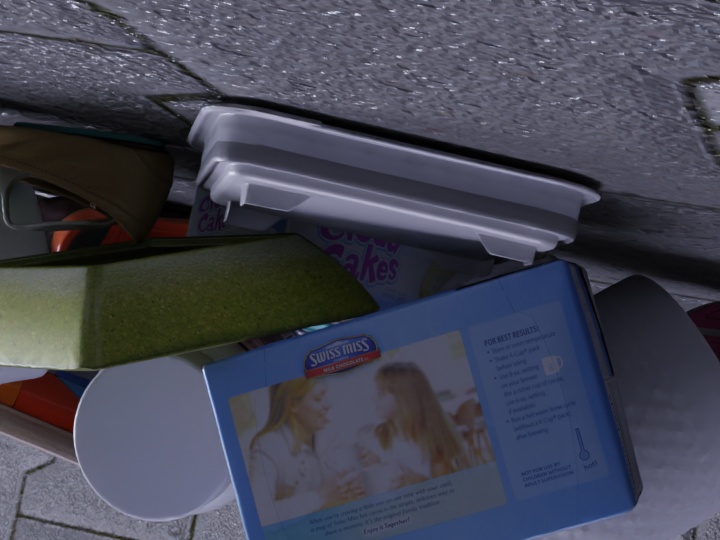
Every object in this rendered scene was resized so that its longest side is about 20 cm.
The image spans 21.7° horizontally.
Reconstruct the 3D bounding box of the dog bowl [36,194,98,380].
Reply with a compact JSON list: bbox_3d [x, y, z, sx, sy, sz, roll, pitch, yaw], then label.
[{"bbox_3d":[-0.208,0.014,1.366,0.198,0.059,0.200,26,-166,-7],"label":"dog bowl"}]

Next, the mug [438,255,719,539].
[{"bbox_3d":[0.112,0.085,1.121,0.174,0.202,0.148,-28,-176,-9],"label":"mug"}]

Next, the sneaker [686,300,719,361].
[{"bbox_3d":[0.269,0.064,1.235,0.198,0.075,0.087,9,170,-31],"label":"sneaker"}]

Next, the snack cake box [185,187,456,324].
[{"bbox_3d":[0.000,0.000,1.181,0.199,0.068,0.114,16,174,-37],"label":"snack cake box"}]

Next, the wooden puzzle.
[{"bbox_3d":[-0.235,0.067,1.322,0.199,0.037,0.185,29,-163,-14],"label":"wooden puzzle"}]

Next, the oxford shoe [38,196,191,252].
[{"bbox_3d":[-0.140,-0.021,1.350,0.199,0.072,0.073,15,-161,-40],"label":"oxford shoe"}]

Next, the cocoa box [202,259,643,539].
[{"bbox_3d":[0.037,0.084,0.988,0.198,0.135,0.131,-17,175,9],"label":"cocoa box"}]

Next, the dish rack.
[{"bbox_3d":[0.009,-0.035,0.951,0.198,0.044,0.172,12,174,-8],"label":"dish rack"}]

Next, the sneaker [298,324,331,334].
[{"bbox_3d":[0.025,0.015,1.362,0.197,0.078,0.080,6,157,-6],"label":"sneaker"}]

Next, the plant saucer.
[{"bbox_3d":[-0.125,0.012,1.018,0.199,0.049,0.198,-10,-174,-43],"label":"plant saucer"}]

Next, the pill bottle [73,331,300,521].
[{"bbox_3d":[-0.098,0.083,1.132,0.112,0.115,0.200,10,-173,9],"label":"pill bottle"}]

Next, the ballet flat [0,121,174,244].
[{"bbox_3d":[-0.203,-0.058,1.030,0.198,0.064,0.069,12,176,0],"label":"ballet flat"}]

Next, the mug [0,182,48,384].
[{"bbox_3d":[-0.302,-0.012,1.180,0.173,0.201,0.148,-9,142,-23],"label":"mug"}]
